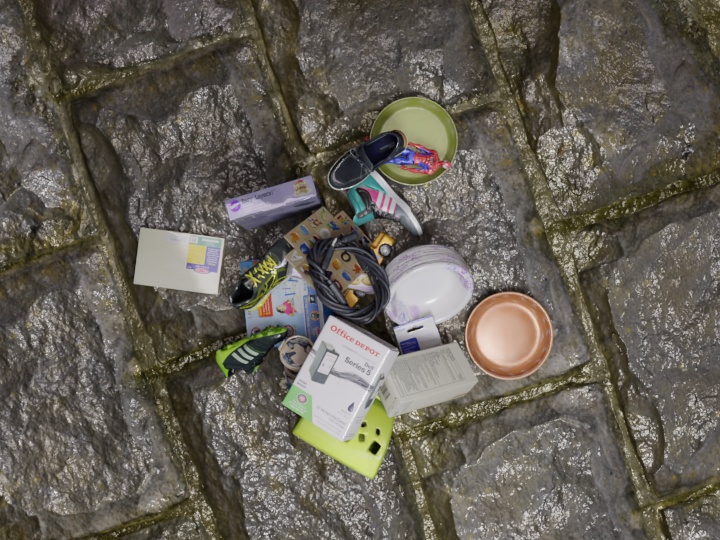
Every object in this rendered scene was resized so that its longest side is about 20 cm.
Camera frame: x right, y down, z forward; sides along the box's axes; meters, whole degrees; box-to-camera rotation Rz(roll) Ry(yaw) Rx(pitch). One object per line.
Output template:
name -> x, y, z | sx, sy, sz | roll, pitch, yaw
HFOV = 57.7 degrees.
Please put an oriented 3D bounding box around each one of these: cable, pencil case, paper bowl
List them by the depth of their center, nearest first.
cable -> -0.023, 0.016, 1.338 | 0.163, 0.051, 0.200 | -7, 68, -32
pencil case -> -0.133, 0.208, 1.421 | 0.089, 0.200, 0.078 | 13, 63, 5
paper bowl -> 0.139, 0.024, 1.433 | 0.200, 0.201, 0.105 | -16, 47, 1

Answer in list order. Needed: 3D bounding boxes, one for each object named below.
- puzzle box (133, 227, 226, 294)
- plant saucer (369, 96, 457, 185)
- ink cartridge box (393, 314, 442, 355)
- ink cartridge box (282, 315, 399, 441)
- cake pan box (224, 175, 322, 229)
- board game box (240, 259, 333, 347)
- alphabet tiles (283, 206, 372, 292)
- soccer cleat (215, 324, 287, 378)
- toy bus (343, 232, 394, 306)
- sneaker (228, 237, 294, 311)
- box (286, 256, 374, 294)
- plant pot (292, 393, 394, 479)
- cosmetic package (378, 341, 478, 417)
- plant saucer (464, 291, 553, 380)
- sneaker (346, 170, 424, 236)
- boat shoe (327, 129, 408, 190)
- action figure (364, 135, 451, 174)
puzzle box -> -0.416, -0.021, 1.513 | 0.199, 0.025, 0.133 | 8, 90, 1
plant saucer -> 0.121, -0.293, 1.497 | 0.199, 0.031, 0.201 | 0, 91, 2
ink cartridge box -> 0.146, 0.200, 1.476 | 0.094, 0.037, 0.200 | -18, 106, 2
ink cartridge box -> -0.037, 0.208, 1.283 | 0.145, 0.084, 0.200 | 27, 89, 19
cake pan box -> -0.186, -0.143, 1.430 | 0.199, 0.184, 0.052 | -17, 86, 2
board game box -> -0.163, 0.068, 1.462 | 0.195, 0.056, 0.201 | -5, 90, 22
alphabet tiles -> -0.064, -0.044, 1.385 | 0.166, 0.006, 0.200 | 47, 51, 1
soccer cleat -> -0.231, 0.178, 1.434 | 0.200, 0.068, 0.081 | -24, 93, 27
toy bus -> 0.000, 0.000, 1.485 | 0.078, 0.065, 0.200 | 31, 91, 2
sneaker -> -0.206, 0.014, 1.401 | 0.074, 0.085, 0.200 | 41, 106, 14
box -> -0.057, 0.012, 1.393 | 0.200, 0.039, 0.042 | 14, 80, -23
plant pot -> -0.016, 0.311, 1.426 | 0.199, 0.200, 0.182 | 29, 83, 1
cosmetic package -> 0.133, 0.225, 1.365 | 0.200, 0.071, 0.105 | -7, 56, -29
plant saucer -> 0.336, 0.147, 1.492 | 0.199, 0.037, 0.201 | 0, 91, 1
sneaker -> 0.040, -0.128, 1.472 | 0.121, 0.084, 0.200 | -42, 82, -4
boat shoe -> 0.010, -0.242, 1.419 | 0.200, 0.062, 0.075 | -29, 89, 16
action figure -> 0.104, -0.253, 1.462 | 0.199, 0.052, 0.066 | 11, 86, 0
